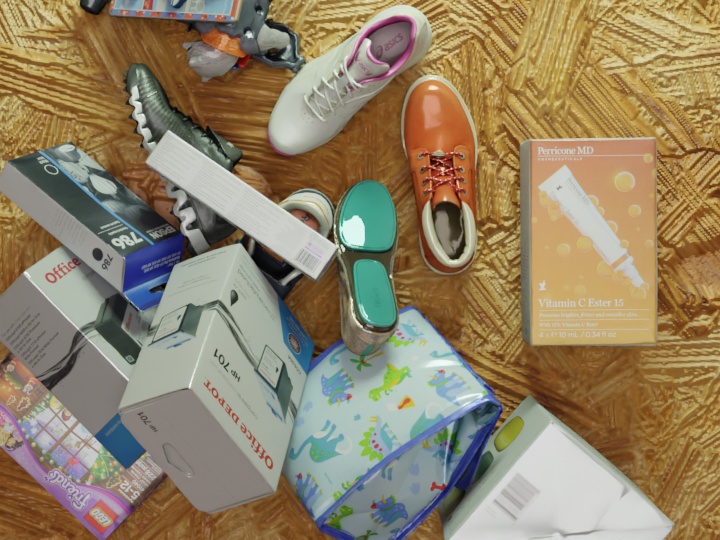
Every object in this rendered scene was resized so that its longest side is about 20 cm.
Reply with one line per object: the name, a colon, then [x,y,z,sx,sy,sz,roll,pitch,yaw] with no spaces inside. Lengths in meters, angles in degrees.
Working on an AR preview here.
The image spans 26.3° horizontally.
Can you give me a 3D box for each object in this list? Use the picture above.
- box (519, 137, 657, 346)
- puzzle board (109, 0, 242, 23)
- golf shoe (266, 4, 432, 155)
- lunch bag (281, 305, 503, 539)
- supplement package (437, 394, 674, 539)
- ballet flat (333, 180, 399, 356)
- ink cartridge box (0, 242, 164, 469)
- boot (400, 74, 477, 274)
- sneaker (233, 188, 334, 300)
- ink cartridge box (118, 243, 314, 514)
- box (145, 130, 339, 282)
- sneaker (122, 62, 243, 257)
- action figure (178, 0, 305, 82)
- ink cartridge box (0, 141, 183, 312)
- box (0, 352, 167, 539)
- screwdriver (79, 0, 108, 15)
box: [0.222,-0.029,1.507,0.124,0.097,0.200,-1,92,1]
puzzle board: [-0.164,-0.339,1.484,0.151,0.017,0.200,8,84,30]
golf shoe: [-0.015,-0.190,1.507,0.200,0.092,0.075,-43,93,3]
lunch bag: [0.023,0.148,1.471,0.200,0.170,0.127,-46,134,5]
supplement package: [0.178,0.232,1.467,0.151,0.200,0.152,41,92,-1]
ballet flat: [0.000,0.000,1.503,0.068,0.200,0.067,11,137,-10]
ink cartridge box: [-0.240,0.068,1.483,0.200,0.145,0.084,46,120,-2]
boot: [0.083,-0.095,1.503,0.075,0.107,0.200,-8,91,3]
sneaker: [-0.101,0.002,1.523,0.078,0.079,0.200,35,94,-2]
ink cartridge box: [-0.128,0.098,1.419,0.086,0.200,0.146,-20,123,24]
box: [-0.111,-0.060,1.464,0.200,0.039,0.041,34,86,4]
sneaker: [-0.167,-0.119,1.526,0.090,0.066,0.200,-23,96,-1]
action figure: [-0.136,-0.281,1.501,0.200,0.105,0.194,17,83,-1]
ink cartridge box: [-0.247,-0.045,1.486,0.200,0.099,0.039,39,120,13]
box: [-0.282,0.155,1.549,0.200,0.039,0.137,43,93,-1]
screwdriver: [-0.224,-0.345,1.533,0.028,0.029,0.200,29,93,-1]
